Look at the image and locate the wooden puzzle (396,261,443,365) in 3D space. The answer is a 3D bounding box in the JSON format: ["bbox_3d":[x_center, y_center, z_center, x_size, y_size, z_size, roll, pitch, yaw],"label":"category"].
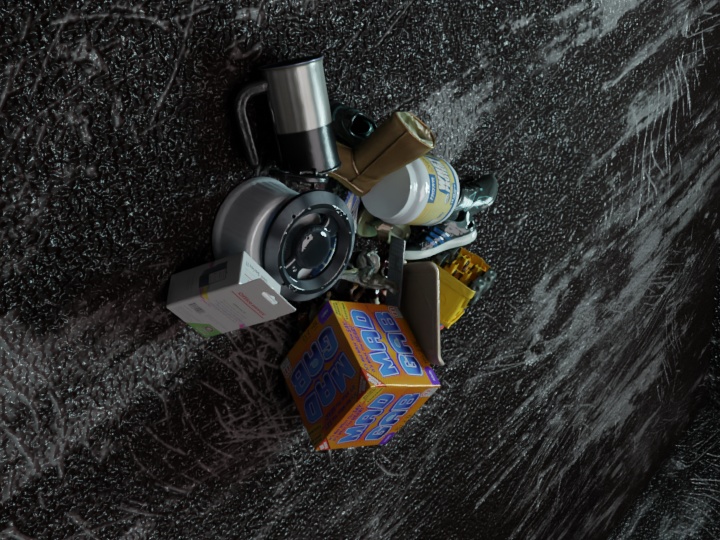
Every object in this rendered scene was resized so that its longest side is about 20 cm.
[{"bbox_3d":[0.119,0.085,1.575,0.036,0.184,0.206,-5,91,-23],"label":"wooden puzzle"}]

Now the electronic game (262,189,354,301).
[{"bbox_3d":[-0.089,-0.043,1.367,0.197,0.041,0.205,-19,120,-34],"label":"electronic game"}]

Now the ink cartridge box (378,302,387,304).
[{"bbox_3d":[0.060,0.162,1.713,0.113,0.067,0.205,4,104,-24],"label":"ink cartridge box"}]

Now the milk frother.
[{"bbox_3d":[-0.104,-0.245,1.283,0.178,0.198,0.193,-22,113,-29],"label":"milk frother"}]

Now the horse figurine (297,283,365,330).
[{"bbox_3d":[-0.049,0.084,1.578,0.196,0.050,0.135,-14,132,-27],"label":"horse figurine"}]

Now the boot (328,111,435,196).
[{"bbox_3d":[0.012,-0.234,1.405,0.173,0.199,0.067,30,51,-26],"label":"boot"}]

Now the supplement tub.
[{"bbox_3d":[0.100,-0.166,1.568,0.198,0.142,0.149,-4,110,-56],"label":"supplement tub"}]

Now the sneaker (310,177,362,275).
[{"bbox_3d":[-0.043,-0.080,1.525,0.085,0.076,0.204,24,88,-53],"label":"sneaker"}]

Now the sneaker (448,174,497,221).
[{"bbox_3d":[0.249,-0.169,1.788,0.200,0.074,0.080,-43,131,-26],"label":"sneaker"}]

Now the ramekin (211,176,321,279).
[{"bbox_3d":[-0.160,-0.058,1.390,0.198,0.097,0.206,-22,121,-40],"label":"ramekin"}]

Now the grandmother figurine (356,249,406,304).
[{"bbox_3d":[0.055,0.022,1.687,0.200,0.060,0.123,43,66,-44],"label":"grandmother figurine"}]

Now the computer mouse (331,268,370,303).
[{"bbox_3d":[-0.033,0.032,1.619,0.059,0.034,0.200,-61,145,-15],"label":"computer mouse"}]

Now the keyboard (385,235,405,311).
[{"bbox_3d":[0.070,0.032,1.612,0.010,0.056,0.206,-2,104,-23],"label":"keyboard"}]

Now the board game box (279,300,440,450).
[{"bbox_3d":[-0.004,0.206,1.527,0.197,0.202,0.201,7,133,-43],"label":"board game box"}]

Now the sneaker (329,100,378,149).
[{"bbox_3d":[0.004,-0.258,1.497,0.198,0.078,0.077,25,86,-51],"label":"sneaker"}]

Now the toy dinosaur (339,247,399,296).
[{"bbox_3d":[0.000,0.000,1.539,0.196,0.047,0.090,8,59,-28],"label":"toy dinosaur"}]

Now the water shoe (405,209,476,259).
[{"bbox_3d":[0.161,-0.081,1.704,0.196,0.071,0.081,-17,103,-19],"label":"water shoe"}]

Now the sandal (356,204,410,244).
[{"bbox_3d":[0.056,-0.095,1.633,0.199,0.057,0.082,14,100,-51],"label":"sandal"}]

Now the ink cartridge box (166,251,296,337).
[{"bbox_3d":[-0.213,0.038,1.297,0.117,0.196,0.069,47,36,-46],"label":"ink cartridge box"}]

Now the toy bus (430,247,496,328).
[{"bbox_3d":[0.213,0.057,1.816,0.199,0.134,0.195,-28,148,-60],"label":"toy bus"}]
